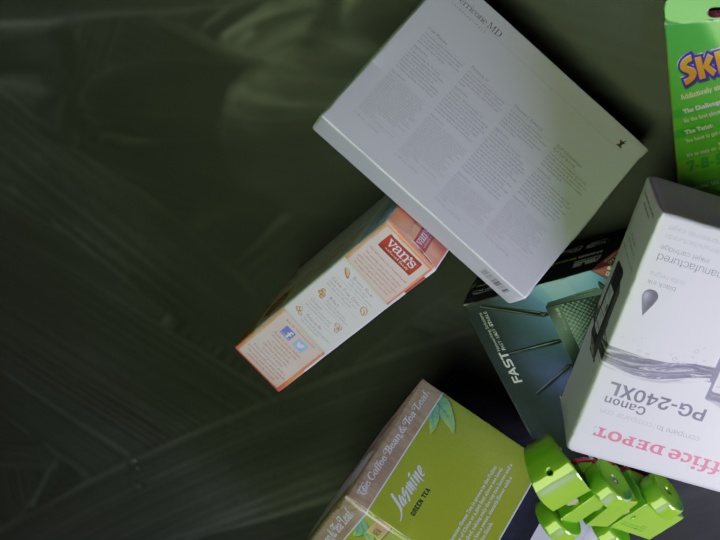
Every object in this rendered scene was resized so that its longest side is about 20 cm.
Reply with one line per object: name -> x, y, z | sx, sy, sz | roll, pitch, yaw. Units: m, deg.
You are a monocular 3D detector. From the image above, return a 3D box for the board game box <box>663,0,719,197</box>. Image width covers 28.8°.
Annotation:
board game box -> 0.276, -0.108, 1.019 | 0.095, 0.030, 0.200 | 1, 122, 23

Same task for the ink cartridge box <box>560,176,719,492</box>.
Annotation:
ink cartridge box -> 0.247, 0.052, 1.027 | 0.145, 0.083, 0.200 | 16, 113, -2

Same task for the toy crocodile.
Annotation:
toy crocodile -> 0.191, 0.175, 1.093 | 0.068, 0.200, 0.062 | -41, 53, 24

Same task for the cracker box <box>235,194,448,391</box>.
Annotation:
cracker box -> 0.000, 0.000, 1.141 | 0.058, 0.134, 0.200 | 45, 127, -6

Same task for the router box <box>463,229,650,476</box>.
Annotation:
router box -> 0.195, 0.075, 1.142 | 0.150, 0.062, 0.200 | -17, 111, 32

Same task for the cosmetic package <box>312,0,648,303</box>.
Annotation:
cosmetic package -> 0.089, -0.098, 1.039 | 0.200, 0.151, 0.052 | 42, 170, -3

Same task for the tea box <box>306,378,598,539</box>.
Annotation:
tea box -> 0.074, 0.228, 1.208 | 0.197, 0.134, 0.200 | 34, 150, 4
